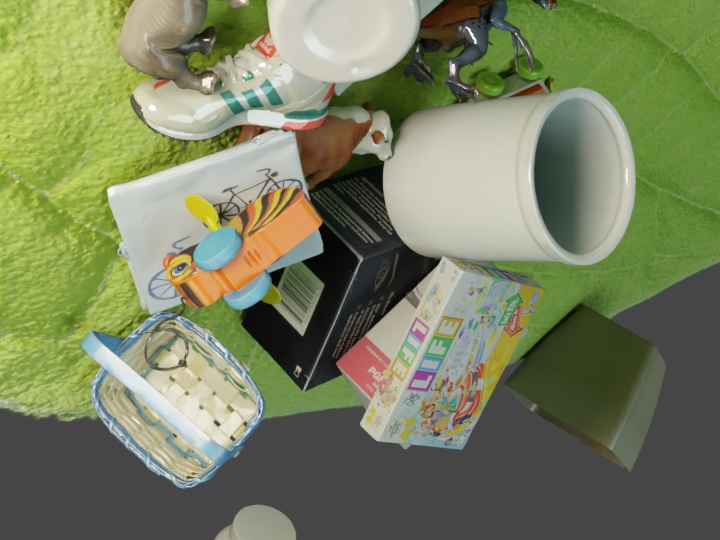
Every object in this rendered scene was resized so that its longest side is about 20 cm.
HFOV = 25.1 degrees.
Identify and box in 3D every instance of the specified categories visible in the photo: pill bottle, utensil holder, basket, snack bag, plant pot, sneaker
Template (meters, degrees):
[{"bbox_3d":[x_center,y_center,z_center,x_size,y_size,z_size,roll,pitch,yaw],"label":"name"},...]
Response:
[{"bbox_3d":[-0.153,0.404,2.118,0.112,0.112,0.201,-21,145,-43],"label":"pill bottle"},{"bbox_3d":[0.145,-0.090,1.613,0.169,0.199,0.171,0,90,-46],"label":"utensil holder"},{"bbox_3d":[-0.184,0.123,1.592,0.139,0.176,0.200,-49,174,4],"label":"basket"},{"bbox_3d":[-0.136,-0.046,1.509,0.188,0.021,0.200,-20,145,-5],"label":"snack bag"},{"bbox_3d":[-0.020,-0.248,1.242,0.113,0.201,0.114,-5,136,-4],"label":"pill bottle"},{"bbox_3d":[0.371,0.175,2.534,0.178,0.199,0.200,-57,156,-4],"label":"plant pot"},{"bbox_3d":[-0.102,-0.168,1.381,0.199,0.070,0.094,-6,135,-35],"label":"sneaker"}]

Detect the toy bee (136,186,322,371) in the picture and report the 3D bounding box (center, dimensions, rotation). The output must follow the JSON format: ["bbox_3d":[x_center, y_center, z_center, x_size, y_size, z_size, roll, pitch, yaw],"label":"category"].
[{"bbox_3d":[-0.136,-0.011,1.472,0.199,0.109,0.132,-24,116,-22],"label":"toy bee"}]

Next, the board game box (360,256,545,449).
[{"bbox_3d":[0.096,0.089,1.680,0.134,0.034,0.201,11,111,-44],"label":"board game box"}]

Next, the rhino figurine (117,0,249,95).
[{"bbox_3d":[-0.131,-0.232,1.266,0.087,0.060,0.201,6,127,-28],"label":"rhino figurine"}]

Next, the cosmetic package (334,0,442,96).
[{"bbox_3d":[-0.003,-0.264,1.441,0.151,0.052,0.200,-45,155,-8],"label":"cosmetic package"}]

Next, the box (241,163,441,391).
[{"bbox_3d":[0.000,0.000,1.757,0.199,0.117,0.197,-19,145,-44],"label":"box"}]

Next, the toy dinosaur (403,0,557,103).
[{"bbox_3d":[0.126,-0.255,1.626,0.182,0.105,0.200,-60,147,-19],"label":"toy dinosaur"}]

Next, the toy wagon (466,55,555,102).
[{"bbox_3d":[0.167,-0.173,1.859,0.199,0.040,0.156,-26,148,-38],"label":"toy wagon"}]

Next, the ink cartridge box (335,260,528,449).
[{"bbox_3d":[0.082,0.082,1.775,0.200,0.083,0.147,-43,155,-7],"label":"ink cartridge box"}]

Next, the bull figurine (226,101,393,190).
[{"bbox_3d":[-0.053,-0.116,1.562,0.199,0.065,0.122,2,133,-53],"label":"bull figurine"}]
